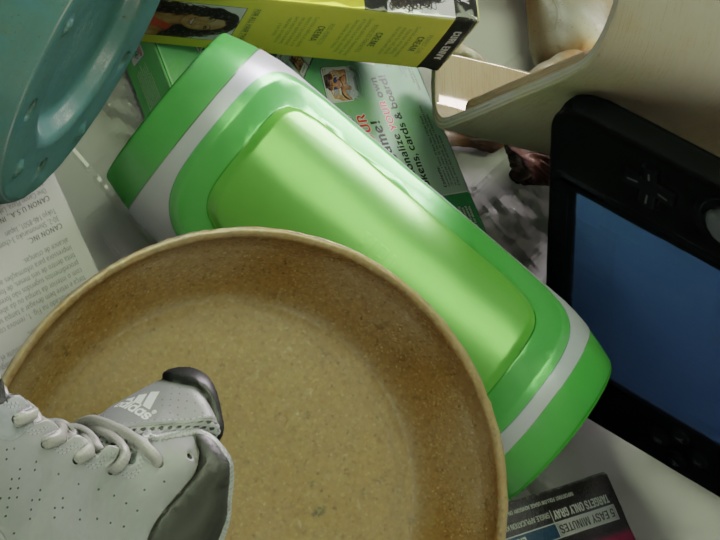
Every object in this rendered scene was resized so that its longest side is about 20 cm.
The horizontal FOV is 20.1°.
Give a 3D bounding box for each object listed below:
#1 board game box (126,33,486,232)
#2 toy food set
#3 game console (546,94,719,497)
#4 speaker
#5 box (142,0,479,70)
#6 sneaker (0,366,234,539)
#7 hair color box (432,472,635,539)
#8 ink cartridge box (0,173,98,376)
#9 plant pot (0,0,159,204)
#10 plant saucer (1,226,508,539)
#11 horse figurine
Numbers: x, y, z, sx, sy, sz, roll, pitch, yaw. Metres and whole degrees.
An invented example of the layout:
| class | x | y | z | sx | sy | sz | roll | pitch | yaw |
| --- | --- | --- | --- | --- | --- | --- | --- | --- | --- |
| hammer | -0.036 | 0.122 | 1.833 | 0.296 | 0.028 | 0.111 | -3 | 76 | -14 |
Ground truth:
| class | x | y | z | sx | sy | sz | roll | pitch | yaw |
| --- | --- | --- | --- | --- | --- | --- | --- | --- | --- |
| board game box | -0.016 | -0.036 | 0.878 | 0.134 | 0.029 | 0.201 | -10 | 71 | -36 |
| toy food set | 0.128 | -0.081 | 0.832 | 0.142 | 0.200 | 0.061 | 13 | 81 | -17 |
| game console | 0.120 | 0.062 | 0.786 | 0.175 | 0.201 | 0.116 | 30 | 60 | 23 |
| speaker | 0.000 | 0.000 | 0.791 | 0.200 | 0.088 | 0.089 | 40 | 50 | -4 |
| box | -0.052 | -0.133 | 0.848 | 0.198 | 0.050 | 0.076 | 4 | 67 | -20 |
| sneaker | -0.105 | 0.048 | 0.646 | 0.115 | 0.075 | 0.201 | -38 | 120 | -23 |
| hair color box | 0.087 | 0.190 | 0.798 | 0.099 | 0.060 | 0.201 | -12 | 72 | -37 |
| ink cartridge box | -0.143 | 0.079 | 0.731 | 0.161 | 0.050 | 0.201 | -30 | 102 | -41 |
| plant pot | -0.156 | -0.116 | 0.694 | 0.160 | 0.201 | 0.201 | 30 | 50 | 2 |
| plant saucer | -0.044 | 0.085 | 0.726 | 0.199 | 0.035 | 0.202 | 0 | 91 | -19 |
| horse figurine | 0.088 | -0.113 | 0.977 | 0.132 | 0.050 | 0.201 | 11 | 58 | -22 |
